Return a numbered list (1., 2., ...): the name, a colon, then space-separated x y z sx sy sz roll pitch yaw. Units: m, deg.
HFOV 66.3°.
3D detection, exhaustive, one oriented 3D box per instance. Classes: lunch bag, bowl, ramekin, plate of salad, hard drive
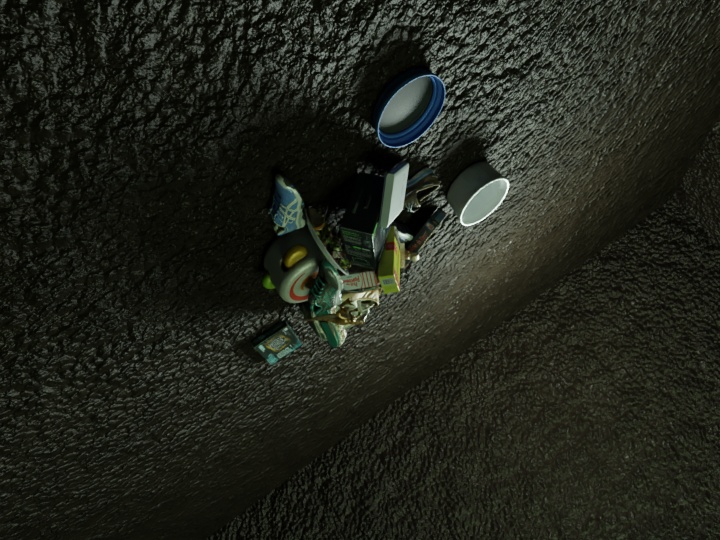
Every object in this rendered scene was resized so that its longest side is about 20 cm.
1. lunch bag: -0.092 0.103 1.730 0.197 0.167 0.142 -31 115 -13
2. bowl: 0.113 -0.388 1.316 0.197 0.040 0.203 -29 153 -16
3. ramekin: 0.375 -0.252 1.784 0.197 0.099 0.202 -29 153 -16
4. plate of salad: -0.078 -0.079 1.401 0.047 0.203 0.200 -33 154 6
5. hard drive: 0.089 -0.202 1.437 0.200 0.025 0.136 -50 150 -66

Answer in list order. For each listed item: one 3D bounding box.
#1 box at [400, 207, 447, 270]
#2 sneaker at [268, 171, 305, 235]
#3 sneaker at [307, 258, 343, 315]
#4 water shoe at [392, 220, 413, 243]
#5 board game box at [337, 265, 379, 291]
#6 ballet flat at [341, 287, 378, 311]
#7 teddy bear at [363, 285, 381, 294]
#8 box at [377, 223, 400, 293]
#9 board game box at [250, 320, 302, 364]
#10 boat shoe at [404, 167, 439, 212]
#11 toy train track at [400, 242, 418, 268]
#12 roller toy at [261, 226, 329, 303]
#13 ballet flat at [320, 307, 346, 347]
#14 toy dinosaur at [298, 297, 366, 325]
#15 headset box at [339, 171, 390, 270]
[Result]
1. box: 0.200 -0.104 1.819 0.202 0.037 0.137 -54 175 32
2. sneaker: -0.179 -0.149 1.307 0.076 0.076 0.202 -32 152 -16
3. sneaker: -0.097 0.052 1.426 0.090 0.078 0.203 -33 150 -21
4. water shoe: 0.101 -0.109 1.717 0.079 0.072 0.198 -42 153 18
5. board game box: 0.000 0.000 1.621 0.147 0.048 0.200 -9 -164 20
6. ballet flat: -0.011 0.089 1.601 0.196 0.065 0.068 -6 170 -46
7. teddy bear: -0.017 0.100 1.843 0.200 0.143 0.068 -45 137 -21
8. box: 0.083 -0.037 1.567 0.048 0.204 0.076 -8 135 15
9. board game box: -0.283 0.248 1.878 0.133 0.028 0.201 -33 154 -7
10. boat shoe: 0.143 -0.212 1.598 0.199 0.073 0.072 -41 153 8
11. toy train track: 0.089 -0.034 1.754 0.193 0.033 0.117 -2 139 5
12. roller toy: -0.158 -0.011 1.485 0.179 0.141 0.202 -11 144 -41
13. ballet flat: -0.091 0.130 1.617 0.064 0.074 0.205 -42 126 -42
14. toy dinosaur: -0.063 0.131 1.534 0.194 0.062 0.108 7 135 -23
15. headset box: 0.019 -0.132 1.459 0.202 0.090 0.178 80 26 -61
